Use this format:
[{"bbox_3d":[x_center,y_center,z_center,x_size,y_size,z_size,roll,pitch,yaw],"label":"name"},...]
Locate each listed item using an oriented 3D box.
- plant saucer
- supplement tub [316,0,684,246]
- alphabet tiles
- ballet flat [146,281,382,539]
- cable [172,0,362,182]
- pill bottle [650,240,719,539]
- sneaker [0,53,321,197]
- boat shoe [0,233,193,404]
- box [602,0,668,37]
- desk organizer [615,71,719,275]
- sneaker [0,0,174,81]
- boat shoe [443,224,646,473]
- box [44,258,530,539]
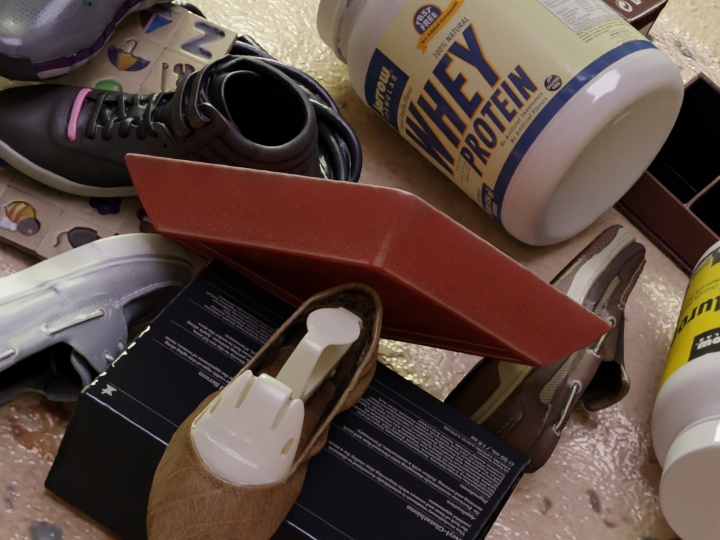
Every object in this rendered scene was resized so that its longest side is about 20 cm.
[{"bbox_3d":[0.000,0.000,1.316,0.200,0.037,0.200,8,-15,40],"label":"plant saucer"},{"bbox_3d":[0.084,-0.127,1.549,0.200,0.145,0.145,43,41,21],"label":"supplement tub"},{"bbox_3d":[-0.155,-0.087,1.429,0.166,0.006,0.200,24,55,6],"label":"alphabet tiles"},{"bbox_3d":[-0.039,0.065,1.193,0.068,0.072,0.200,33,40,8],"label":"ballet flat"},{"bbox_3d":[-0.093,-0.082,1.474,0.163,0.051,0.200,-20,58,-39],"label":"cable"},{"bbox_3d":[0.226,0.071,1.424,0.111,0.111,0.200,25,38,-1],"label":"pill bottle"},{"bbox_3d":[-0.111,-0.086,1.371,0.200,0.099,0.071,14,56,-2],"label":"sneaker"},{"bbox_3d":[-0.161,0.039,1.293,0.201,0.070,0.072,-19,67,-38],"label":"boat shoe"},{"bbox_3d":[0.093,-0.189,1.661,0.200,0.100,0.075,37,33,13],"label":"box"},{"bbox_3d":[0.248,-0.031,1.582,0.072,0.077,0.200,-20,57,-43],"label":"desk organizer"},{"bbox_3d":[-0.154,-0.180,1.416,0.074,0.088,0.200,29,38,13],"label":"sneaker"},{"bbox_3d":[0.121,0.050,1.434,0.075,0.075,0.202,44,46,1],"label":"boat shoe"},{"bbox_3d":[-0.036,0.103,1.270,0.200,0.079,0.141,32,37,8],"label":"box"}]
